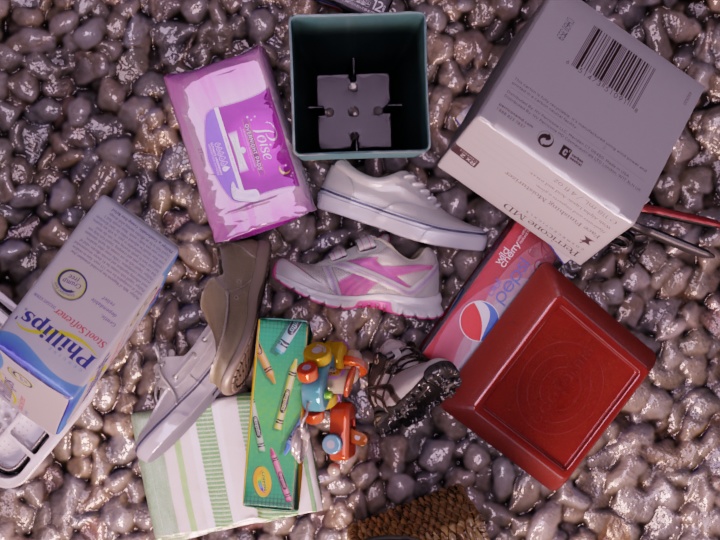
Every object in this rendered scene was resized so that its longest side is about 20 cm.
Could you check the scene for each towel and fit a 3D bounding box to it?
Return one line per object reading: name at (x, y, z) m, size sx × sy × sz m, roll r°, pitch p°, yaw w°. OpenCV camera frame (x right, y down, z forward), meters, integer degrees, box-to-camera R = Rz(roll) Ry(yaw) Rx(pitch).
towel at (-0.151, 0.220, 1.675) m, size 0.198 × 0.023 × 0.154 m, roll -11°, pitch 91°, yaw 0°

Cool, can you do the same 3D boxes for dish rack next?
dish rack at (-0.412, 0.124, 1.652) m, size 0.200 × 0.044 × 0.172 m, roll 40°, pitch 91°, yaw -3°

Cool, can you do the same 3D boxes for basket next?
basket at (0.076, 0.335, 1.597) m, size 0.147 × 0.200 × 0.144 m, roll -20°, pitch 94°, yaw -3°

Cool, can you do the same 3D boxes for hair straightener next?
hair straightener at (0.309, -0.042, 1.669) m, size 0.198 × 0.041 × 0.078 m, roll 14°, pitch 91°, yaw -2°

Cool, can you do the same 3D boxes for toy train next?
toy train at (-0.022, 0.150, 1.588) m, size 0.055 × 0.200 × 0.152 m, roll 1°, pitch 85°, yaw 13°

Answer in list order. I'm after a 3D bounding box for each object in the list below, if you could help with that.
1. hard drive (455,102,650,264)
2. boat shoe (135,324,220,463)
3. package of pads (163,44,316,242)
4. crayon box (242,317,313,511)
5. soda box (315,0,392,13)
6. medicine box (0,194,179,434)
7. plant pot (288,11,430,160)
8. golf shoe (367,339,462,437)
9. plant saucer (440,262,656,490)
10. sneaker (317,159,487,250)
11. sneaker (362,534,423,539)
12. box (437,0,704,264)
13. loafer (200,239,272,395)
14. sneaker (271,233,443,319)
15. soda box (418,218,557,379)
hard drive at (0.214, -0.123, 1.633) m, size 0.131 × 0.025 × 0.201 m, roll -33°, pitch 83°, yaw -24°
boat shoe at (-0.199, 0.115, 1.635) m, size 0.086 × 0.075 × 0.202 m, roll 37°, pitch 77°, yaw 7°
package of pads at (-0.134, -0.141, 1.635) m, size 0.119 × 0.076 × 0.202 m, roll -18°, pitch 92°, yaw 0°
crayon box at (-0.089, 0.160, 1.601) m, size 0.058 × 0.119 × 0.203 m, roll 4°, pitch 81°, yaw 1°
soda box at (-0.053, -0.343, 1.636) m, size 0.198 × 0.063 × 0.071 m, roll 24°, pitch 91°, yaw -3°
medicine box at (-0.297, 0.051, 1.554) m, size 0.102 × 0.182 × 0.201 m, roll 34°, pitch 67°, yaw -3°
plant pot at (-0.006, -0.184, 1.573) m, size 0.140 × 0.200 × 0.143 m, roll -2°, pitch 88°, yaw -3°
golf shoe at (0.045, 0.115, 1.594) m, size 0.077 × 0.200 × 0.095 m, roll -14°, pitch 76°, yaw -23°
plant saucer at (0.219, 0.127, 1.640) m, size 0.199 × 0.037 × 0.200 m, roll 38°, pitch 90°, yaw -24°
sneaker at (0.052, -0.075, 1.644) m, size 0.198 × 0.073 × 0.072 m, roll 17°, pitch 95°, yaw -2°
sneaker at (0.080, 0.324, 1.441) m, size 0.198 × 0.114 × 0.077 m, roll 29°, pitch 88°, yaw -2°
box at (0.223, -0.153, 1.559) m, size 0.198 × 0.131 × 0.201 m, roll 33°, pitch 65°, yaw -3°
loafer at (-0.143, 0.048, 1.600) m, size 0.067 × 0.076 × 0.201 m, roll 9°, pitch 48°, yaw 0°
sneaker at (0.000, 0.000, 1.647) m, size 0.198 × 0.081 × 0.089 m, roll 7°, pitch 91°, yaw -10°
soda box at (0.148, 0.029, 1.652) m, size 0.063 × 0.070 × 0.201 m, roll 35°, pitch 91°, yaw -2°
